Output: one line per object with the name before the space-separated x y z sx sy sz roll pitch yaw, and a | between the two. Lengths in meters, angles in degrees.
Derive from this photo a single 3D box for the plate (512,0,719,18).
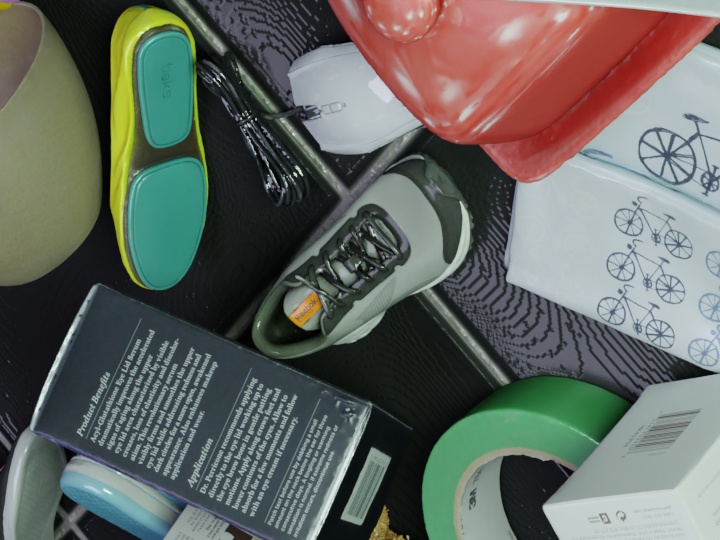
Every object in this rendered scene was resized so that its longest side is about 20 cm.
plate | 0.151 -0.218 0.915 0.200 0.032 0.200 7 98 13

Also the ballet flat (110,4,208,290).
ballet flat | -0.140 -0.086 1.320 0.067 0.067 0.200 40 137 47

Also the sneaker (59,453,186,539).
sneaker | -0.112 0.141 1.420 0.080 0.131 0.200 0 151 44

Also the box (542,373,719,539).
box | 0.210 0.173 1.097 0.097 0.124 0.200 -15 109 47

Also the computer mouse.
computer mouse | -0.017 -0.105 1.202 0.200 0.044 0.110 -16 102 46

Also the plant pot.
plant pot | -0.254 -0.068 1.352 0.200 0.200 0.134 -4 137 43

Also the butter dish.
butter dish | 0.056 -0.153 1.016 0.200 0.148 0.199 53 131 8

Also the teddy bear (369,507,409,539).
teddy bear | 0.026 0.223 1.360 0.200 0.067 0.145 39 144 8

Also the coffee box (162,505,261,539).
coffee box | -0.050 0.252 1.316 0.200 0.080 0.113 27 146 12

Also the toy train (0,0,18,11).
toy train | -0.241 -0.242 1.318 0.200 0.056 0.150 -12 80 55

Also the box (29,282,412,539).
box | -0.085 0.101 1.258 0.200 0.148 0.104 22 85 16

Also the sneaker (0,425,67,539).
sneaker | -0.299 0.183 1.609 0.099 0.071 0.200 30 136 18

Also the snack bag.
snack bag | 0.165 -0.045 1.092 0.189 0.021 0.200 26 130 29

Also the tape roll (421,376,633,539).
tape roll | 0.132 0.165 1.231 0.200 0.048 0.200 22 129 31

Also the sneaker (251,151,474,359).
sneaker | 0.000 0.000 1.226 0.074 0.079 0.200 52 136 7
